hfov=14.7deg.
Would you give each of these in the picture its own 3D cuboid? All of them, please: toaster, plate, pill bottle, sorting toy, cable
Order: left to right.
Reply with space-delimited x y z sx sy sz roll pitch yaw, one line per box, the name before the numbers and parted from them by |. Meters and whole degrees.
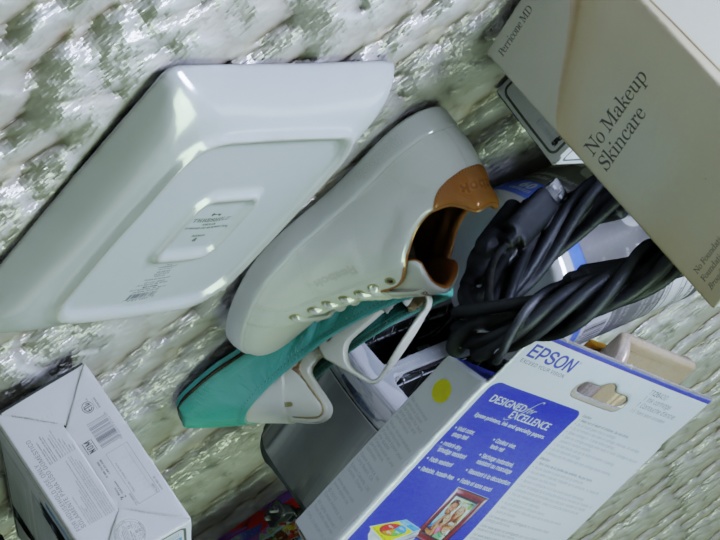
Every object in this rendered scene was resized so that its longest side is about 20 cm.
plate | -0.088 -0.032 1.457 0.200 0.032 0.199 -46 160 28
toaster | 0.025 0.091 1.834 0.200 0.114 0.129 -19 152 -40
sorting toy | 0.128 0.109 1.845 0.185 0.036 0.200 -43 164 11
cable | 0.130 -0.003 1.582 0.163 0.051 0.200 -9 -156 32
pill bottle | 0.160 -0.022 1.794 0.200 0.114 0.114 -22 157 -37

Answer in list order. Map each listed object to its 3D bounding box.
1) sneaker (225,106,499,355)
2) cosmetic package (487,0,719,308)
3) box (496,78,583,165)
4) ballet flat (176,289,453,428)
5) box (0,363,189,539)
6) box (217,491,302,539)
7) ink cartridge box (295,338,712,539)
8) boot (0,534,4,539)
sneaker | 0.000 0.000 1.611 0.200 0.085 0.073 -46 161 30
cosmetic package | 0.173 -0.089 1.507 0.073 0.200 0.104 -17 148 -46
box | 0.183 -0.123 1.672 0.117 0.060 0.200 -46 160 27
ballet flat | -0.024 0.052 1.712 0.200 0.070 0.067 -39 162 9
box | -0.153 0.150 1.626 0.060 0.117 0.200 -31 162 -15
box | -0.097 0.250 1.978 0.200 0.137 0.039 -35 120 -5
ink cartridge box | 0.088 0.114 1.695 0.200 0.047 0.197 -49 142 16
boot | -0.253 0.222 1.618 0.070 0.132 0.200 -46 159 27
